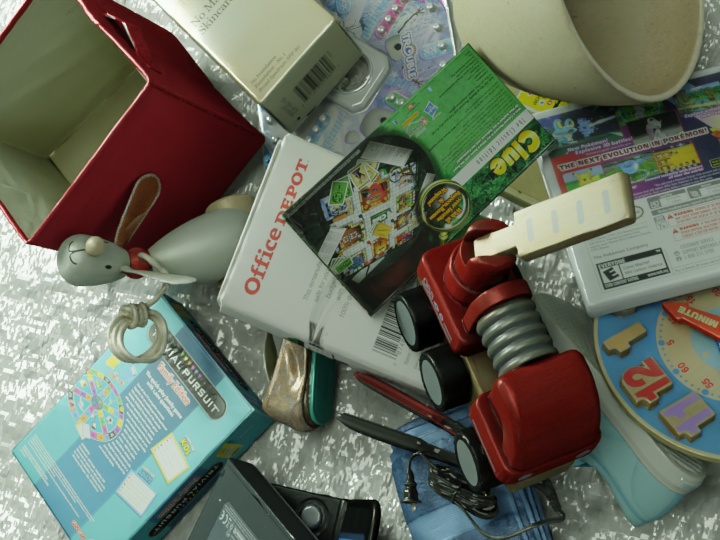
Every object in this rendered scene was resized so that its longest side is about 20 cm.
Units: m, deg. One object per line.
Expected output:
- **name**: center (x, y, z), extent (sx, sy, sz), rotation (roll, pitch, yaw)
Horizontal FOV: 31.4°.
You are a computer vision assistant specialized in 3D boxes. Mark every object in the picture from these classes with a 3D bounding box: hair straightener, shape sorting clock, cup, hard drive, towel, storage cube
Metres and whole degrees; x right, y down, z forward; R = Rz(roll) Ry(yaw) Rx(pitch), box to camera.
- **hair straightener**: center (0.063, 0.152, 0.979), extent (0.198, 0.041, 0.078), rotation (26, 83, 23)
- **shape sorting clock**: center (0.270, 0.050, 0.942), extent (0.196, 0.039, 0.203), rotation (-4, 56, 6)
- **cup**: center (0.156, -0.218, 1.007), extent (0.142, 0.199, 0.204), rotation (-9, 68, 47)
- **hard drive**: center (-0.112, 0.271, 1.016), extent (0.139, 0.033, 0.202), rotation (36, 101, 53)
- **towel**: center (0.091, 0.203, 0.994), extent (0.110, 0.048, 0.203), rotation (-23, 67, 15)
- **storage cube**: center (-0.228, -0.124, 1.143), extent (0.201, 0.179, 0.171), rotation (-50, 62, 13)

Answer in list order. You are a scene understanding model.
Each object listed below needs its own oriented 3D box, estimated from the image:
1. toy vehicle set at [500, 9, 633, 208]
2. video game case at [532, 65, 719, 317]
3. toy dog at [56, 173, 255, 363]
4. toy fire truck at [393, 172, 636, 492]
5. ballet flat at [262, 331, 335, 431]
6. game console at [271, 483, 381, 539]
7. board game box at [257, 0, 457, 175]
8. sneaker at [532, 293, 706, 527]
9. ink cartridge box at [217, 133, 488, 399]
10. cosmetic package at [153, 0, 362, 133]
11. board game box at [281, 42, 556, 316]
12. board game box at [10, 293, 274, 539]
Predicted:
- **toy vehicle set**: center (0.176, -0.147, 1.081), extent (0.123, 0.026, 0.202), rotation (30, 87, 27)
- **video game case**: center (0.245, -0.068, 0.988), extent (0.197, 0.023, 0.185), rotation (-14, 59, 2)
- **toy dog**: center (-0.147, -0.021, 1.091), extent (0.133, 0.199, 0.096), rotation (54, 140, 7)
- **toy fire truck**: center (0.120, 0.036, 0.882), extent (0.127, 0.201, 0.178), rotation (-17, 68, -15)
- **ballet flat**: center (-0.049, 0.034, 1.097), extent (0.066, 0.068, 0.203), rotation (2, 73, 30)
- **game console**: center (-0.065, 0.269, 0.999), extent (0.173, 0.116, 0.203), rotation (8, 76, 23)
- **board game box**: center (-0.009, -0.181, 1.169), extent (0.197, 0.026, 0.203), rotation (-15, 68, 18)
- **sneaker**: center (0.174, 0.107, 0.979), extent (0.082, 0.073, 0.201), rotation (-52, 48, 25)
- **ink cartridge box**: center (0.000, 0.000, 1.027), extent (0.197, 0.084, 0.148), rotation (23, 81, -4)
- **cosmetic package**: center (-0.102, -0.231, 1.169), extent (0.104, 0.073, 0.200), rotation (-47, 63, 3)
- **board game box**: center (0.045, -0.070, 0.985), extent (0.200, 0.023, 0.105), rotation (-42, 86, -8)
- **board game box**: center (-0.194, 0.146, 1.130), extent (0.200, 0.047, 0.151), rotation (-45, 63, 3)
